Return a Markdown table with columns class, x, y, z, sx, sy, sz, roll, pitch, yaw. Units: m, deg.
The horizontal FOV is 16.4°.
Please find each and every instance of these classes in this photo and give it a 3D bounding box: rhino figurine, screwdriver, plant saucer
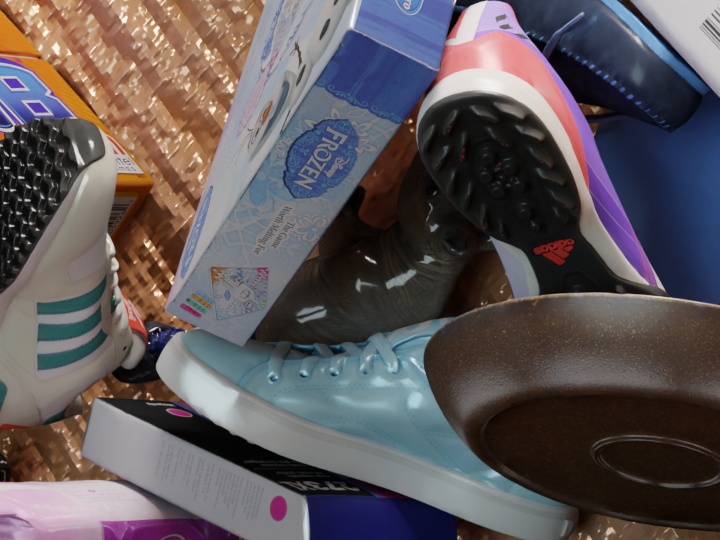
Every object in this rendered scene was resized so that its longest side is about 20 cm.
| class | x | y | z | sx | sy | sz | roll | pitch | yaw |
| --- | --- | --- | --- | --- | --- | --- | --- | --- | --- |
| rhino figurine | 0.000 | 0.000 | 1.146 | 0.200 | 0.060 | 0.088 | -37 | 67 | 33 |
| screwdriver | -0.082 | 0.027 | 1.166 | 0.029 | 0.028 | 0.200 | 48 | 156 | -4 |
| plant saucer | 0.120 | 0.063 | 0.986 | 0.200 | 0.200 | 0.032 | -4 | 63 | 34 |

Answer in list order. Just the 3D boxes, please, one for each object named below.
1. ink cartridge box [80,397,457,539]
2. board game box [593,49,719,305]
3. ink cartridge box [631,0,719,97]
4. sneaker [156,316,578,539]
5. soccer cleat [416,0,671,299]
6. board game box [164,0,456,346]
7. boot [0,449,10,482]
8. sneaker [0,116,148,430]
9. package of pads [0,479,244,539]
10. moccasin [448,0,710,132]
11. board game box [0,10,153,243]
| class | x | y | z | sx | sy | sz | roll | pitch | yaw |
| --- | --- | --- | --- | --- | --- | --- | --- | --- | --- |
| ink cartridge box | -0.030 | 0.101 | 1.126 | 0.200 | 0.095 | 0.037 | 23 | 101 | 44 |
| board game box | 0.182 | -0.012 | 1.041 | 0.200 | 0.039 | 0.159 | 2 | 86 | 32 |
| ink cartridge box | 0.174 | -0.146 | 0.993 | 0.145 | 0.083 | 0.200 | -46 | 60 | 15 |
| sneaker | 0.013 | 0.050 | 1.106 | 0.200 | 0.074 | 0.082 | 19 | 99 | -5 |
| soccer cleat | 0.083 | -0.018 | 0.995 | 0.068 | 0.200 | 0.073 | -14 | 40 | 24 |
| board game box | -0.008 | -0.101 | 1.050 | 0.199 | 0.043 | 0.200 | -52 | 17 | 48 |
| boot | -0.191 | 0.202 | 1.277 | 0.154 | 0.073 | 0.204 | 37 | 115 | 24 |
| sneaker | -0.136 | 0.004 | 1.156 | 0.200 | 0.093 | 0.070 | -59 | 40 | 39 |
| package of pads | -0.117 | 0.157 | 1.148 | 0.076 | 0.200 | 0.121 | 12 | 95 | 38 |
| moccasin | 0.076 | -0.091 | 1.062 | 0.068 | 0.080 | 0.200 | -49 | 31 | -1 |
| board game box | -0.272 | -0.035 | 1.246 | 0.200 | 0.200 | 0.200 | 47 | 114 | 24 |
